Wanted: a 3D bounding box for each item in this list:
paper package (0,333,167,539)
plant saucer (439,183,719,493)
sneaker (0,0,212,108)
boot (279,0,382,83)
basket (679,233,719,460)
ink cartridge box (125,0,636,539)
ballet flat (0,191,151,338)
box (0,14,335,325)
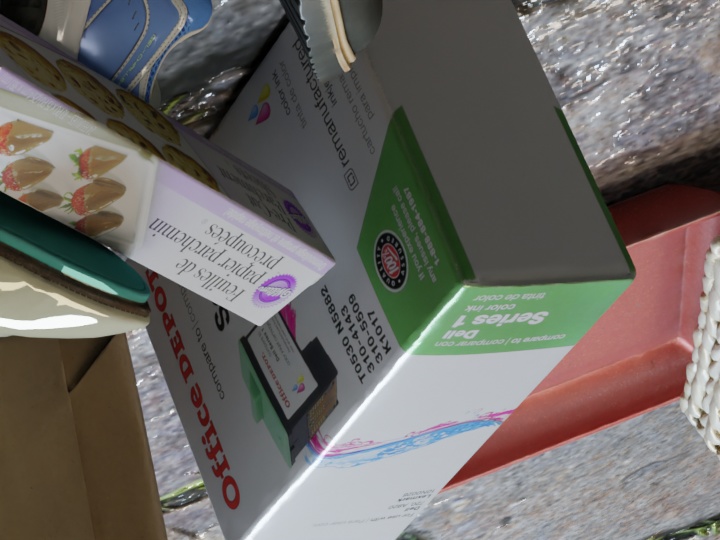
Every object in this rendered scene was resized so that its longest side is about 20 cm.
[{"bbox_3d":[-0.140,0.126,1.058,0.103,0.191,0.200,-10,172,-18],"label":"paper package"},{"bbox_3d":[0.084,0.034,1.308,0.199,0.037,0.200,-21,153,-6],"label":"plant saucer"},{"bbox_3d":[-0.108,-0.042,0.960,0.077,0.076,0.200,-5,150,-25],"label":"sneaker"},{"bbox_3d":[0.024,-0.147,0.882,0.138,0.078,0.200,-26,155,-7],"label":"boot"},{"bbox_3d":[0.272,0.041,1.287,0.200,0.161,0.198,-32,156,-15],"label":"basket"},{"bbox_3d":[0.000,0.000,1.049,0.084,0.145,0.200,-3,148,-34],"label":"ink cartridge box"},{"bbox_3d":[-0.163,-0.021,0.875,0.200,0.070,0.069,34,129,-14],"label":"ballet flat"},{"bbox_3d":[-0.080,-0.034,0.900,0.039,0.041,0.200,-40,146,14],"label":"box"}]
